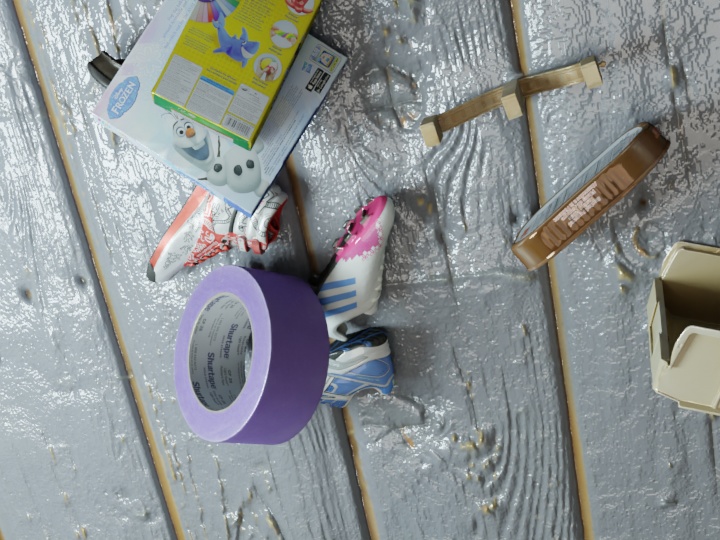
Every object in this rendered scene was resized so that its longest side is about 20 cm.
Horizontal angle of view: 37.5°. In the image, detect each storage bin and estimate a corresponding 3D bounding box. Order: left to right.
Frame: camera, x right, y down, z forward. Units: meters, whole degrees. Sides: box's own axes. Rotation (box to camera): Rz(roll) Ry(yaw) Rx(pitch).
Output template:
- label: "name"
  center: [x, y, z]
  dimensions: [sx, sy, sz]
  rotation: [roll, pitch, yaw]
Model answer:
- label: "storage bin"
  center: [0.404, 0.064, 1.089]
  dimensions: [0.197, 0.200, 0.094]
  rotation: [11, 118, 8]

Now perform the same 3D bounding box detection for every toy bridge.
- label: "toy bridge"
  center: [0.160, -0.181, 1.111]
  dimensions: [0.198, 0.067, 0.027]
  rotation: [-18, 108, 18]

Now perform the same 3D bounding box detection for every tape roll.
- label: "tape roll"
  center: [-0.129, 0.098, 1.223]
  dimensions: [0.084, 0.201, 0.201]
  rotation: [10, 126, -41]

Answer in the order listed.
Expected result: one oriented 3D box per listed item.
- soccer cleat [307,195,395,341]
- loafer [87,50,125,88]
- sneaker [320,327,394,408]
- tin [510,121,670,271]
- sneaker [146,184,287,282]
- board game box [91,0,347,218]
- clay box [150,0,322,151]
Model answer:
- label: "soccer cleat"
  center: [0.000, 0.000, 1.232]
  dimensions: [0.086, 0.070, 0.200]
  rotation: [29, 122, -12]
- label: "loafer"
  center: [-0.206, -0.208, 1.189]
  dimensions: [0.198, 0.073, 0.072]
  rotation: [21, 96, -5]
- label: "sneaker"
  center: [-0.051, 0.135, 1.291]
  dimensions: [0.198, 0.076, 0.078]
  rotation: [-16, 105, 20]
- label: "tin"
  center: [0.238, -0.078, 1.115]
  dimensions: [0.042, 0.112, 0.200]
  rotation: [47, 114, 1]
- label: "sneaker"
  center: [-0.166, -0.037, 1.248]
  dimensions: [0.108, 0.067, 0.202]
  rotation: [36, 113, -1]
- label: "board game box"
  center: [-0.148, -0.193, 1.135]
  dimensions: [0.198, 0.043, 0.201]
  rotation: [32, 82, -3]
- label: "clay box"
  center: [-0.120, -0.240, 1.096]
  dimensions: [0.114, 0.048, 0.201]
  rotation: [26, 80, -3]
